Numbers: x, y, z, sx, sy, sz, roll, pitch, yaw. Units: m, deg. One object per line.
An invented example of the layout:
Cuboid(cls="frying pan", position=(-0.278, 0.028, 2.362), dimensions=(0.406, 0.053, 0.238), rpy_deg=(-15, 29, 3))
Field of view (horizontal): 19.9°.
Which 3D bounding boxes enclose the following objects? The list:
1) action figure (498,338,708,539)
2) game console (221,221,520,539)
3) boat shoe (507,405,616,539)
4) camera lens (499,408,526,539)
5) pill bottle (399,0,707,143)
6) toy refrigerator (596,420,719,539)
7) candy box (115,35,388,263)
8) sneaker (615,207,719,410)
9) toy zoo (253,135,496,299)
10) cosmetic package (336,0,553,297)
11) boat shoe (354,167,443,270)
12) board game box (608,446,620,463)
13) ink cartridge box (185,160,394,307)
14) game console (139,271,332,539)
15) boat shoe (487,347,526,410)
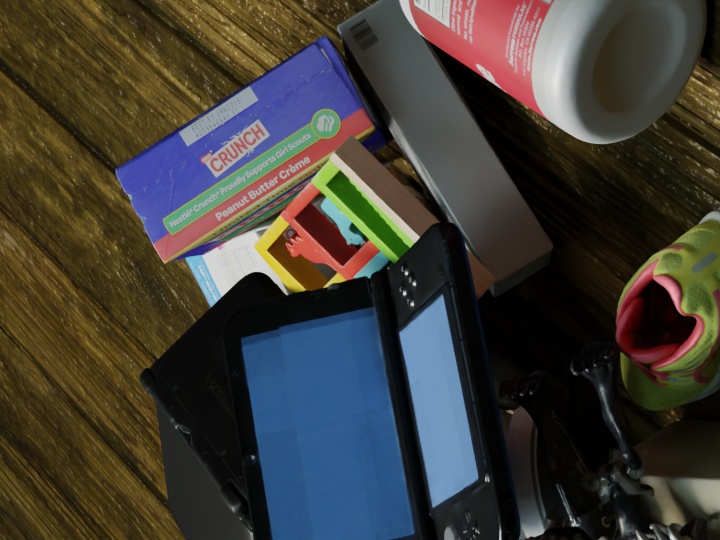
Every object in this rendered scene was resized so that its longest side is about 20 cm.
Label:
Cuboid(cls="action figure", position=(0.147, 0.149, 1.198), dimensions=(0.118, 0.102, 0.201), rpy_deg=(-20, 97, 30))
Cuboid(cls="game console", position=(0.002, 0.092, 1.242), dimensions=(0.171, 0.117, 0.202), rpy_deg=(133, 129, -66))
Cuboid(cls="boat shoe", position=(0.149, 0.173, 1.286), dimensions=(0.066, 0.070, 0.202), rpy_deg=(-9, 107, 28))
Cuboid(cls="camera lens", position=(0.059, 0.166, 1.416), dimensions=(0.199, 0.161, 0.160), rpy_deg=(28, -179, -41))
Cuboid(cls="pill bottle", position=(0.093, -0.162, 1.170), dimensions=(0.200, 0.112, 0.113), rpy_deg=(39, 147, 41))
Cuboid(cls="toy refrigerator", position=(0.235, 0.139, 1.247), dimensions=(0.200, 0.076, 0.070), rpy_deg=(-7, 109, 64))
Cuboid(cls="candy box", position=(-0.069, -0.081, 1.420), dimensions=(0.077, 0.168, 0.200), rpy_deg=(59, -176, 2))
Cuboid(cls="sneaker", position=(0.182, 0.032, 1.223), dimensions=(0.078, 0.090, 0.201), rpy_deg=(50, 154, 21))
Cuboid(cls="toy zoo", position=(0.000, 0.000, 1.366), dimensions=(0.131, 0.020, 0.200), rpy_deg=(45, 151, -1))
Cuboid(cls="cosmetic package", position=(0.057, -0.083, 1.369), dimensions=(0.201, 0.050, 0.083), rpy_deg=(59, 177, 7))
Cuboid(cls="boat shoe", position=(0.029, -0.023, 1.462), dimensions=(0.200, 0.075, 0.074), rpy_deg=(91, 156, -75))
Cuboid(cls="board game box", position=(0.185, 0.232, 1.424), dimensions=(0.023, 0.105, 0.201), rpy_deg=(1, 126, 15))
Cuboid(cls="ink cartridge box", position=(-0.043, -0.019, 1.576), dimensions=(0.068, 0.115, 0.200), rpy_deg=(63, 156, -5))
Cuboid(cls="game console", position=(-0.068, 0.126, 1.412), dimensions=(0.116, 0.176, 0.200), rpy_deg=(48, 178, -34))
Cuboid(cls="boat shoe", position=(0.041, 0.077, 1.520), dimensions=(0.199, 0.070, 0.064), rpy_deg=(20, 104, 39))
